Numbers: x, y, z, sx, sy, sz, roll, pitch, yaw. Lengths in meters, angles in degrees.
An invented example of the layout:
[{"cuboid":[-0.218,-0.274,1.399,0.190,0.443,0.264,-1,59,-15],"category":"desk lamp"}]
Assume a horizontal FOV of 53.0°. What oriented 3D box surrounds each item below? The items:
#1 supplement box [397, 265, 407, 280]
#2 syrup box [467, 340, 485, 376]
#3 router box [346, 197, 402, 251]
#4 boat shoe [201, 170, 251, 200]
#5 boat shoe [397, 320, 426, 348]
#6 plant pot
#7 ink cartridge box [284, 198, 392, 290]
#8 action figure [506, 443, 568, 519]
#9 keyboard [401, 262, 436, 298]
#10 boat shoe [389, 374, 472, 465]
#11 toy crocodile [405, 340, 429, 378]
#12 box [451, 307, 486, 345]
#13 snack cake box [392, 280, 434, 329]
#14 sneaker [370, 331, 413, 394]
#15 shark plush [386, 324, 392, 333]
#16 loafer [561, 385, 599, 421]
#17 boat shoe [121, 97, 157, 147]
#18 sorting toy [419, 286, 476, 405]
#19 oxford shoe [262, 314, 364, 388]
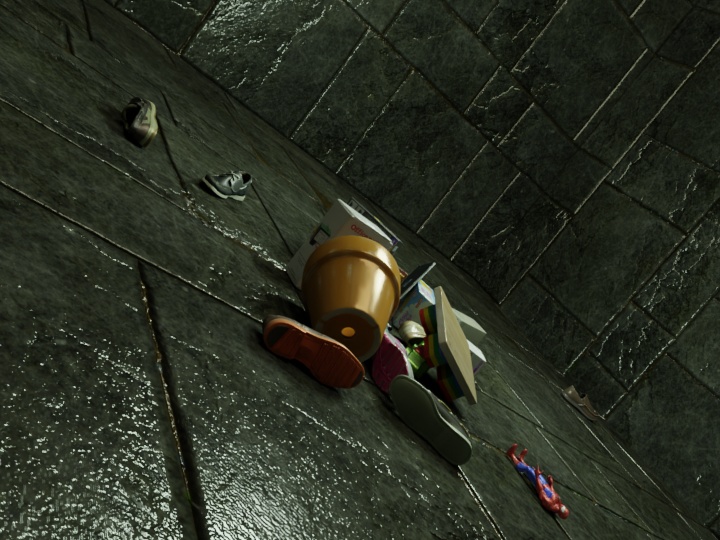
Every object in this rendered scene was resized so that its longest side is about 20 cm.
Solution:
[{"cuboid":[0.000,0.000,1.771,0.196,0.133,0.200,41,5,4],"category":"supplement box"},{"cuboid":[0.242,0.207,1.972,0.199,0.082,0.079,39,12,-12],"category":"syrup box"},{"cuboid":[0.030,-0.106,1.829,0.157,0.052,0.200,42,4,5],"category":"router box"},{"cuboid":[-0.321,-0.217,1.749,0.072,0.068,0.200,43,12,9],"category":"boat shoe"},{"cuboid":[0.179,0.197,1.846,0.197,0.072,0.065,25,23,-30],"category":"boat shoe"},{"cuboid":[-0.020,0.069,1.360,0.199,0.200,0.185,36,27,-19],"category":"plant pot"},{"cuboid":[-0.047,-0.032,1.590,0.144,0.201,0.084,31,13,-40],"category":"ink cartridge box"},{"cuboid":[0.390,0.459,1.567,0.065,0.052,0.201,37,13,-35],"category":"action figure"},{"cuboid":[0.119,0.045,2.000,0.126,0.199,0.021,-15,-68,54],"category":"keyboard"},{"cuboid":[0.129,0.271,1.339,0.202,0.072,0.061,49,13,-1],"category":"boat shoe"},{"cuboid":[0.136,0.200,1.674,0.067,0.062,0.200,42,11,12],"category":"toy crocodile"},{"cuboid":[0.341,0.190,2.436,0.199,0.069,0.082,28,16,-51],"category":"box"},{"cuboid":[0.146,0.099,1.981,0.067,0.115,0.200,40,10,-5],"category":"snack cake box"},{"cuboid":[0.066,0.182,1.442,0.088,0.081,0.201,37,15,-36],"category":"sneaker"},{"cuboid":[0.048,0.119,1.603,0.201,0.091,0.083,49,24,22],"category":"shark plush"},{"cuboid":[0.941,0.560,3.054,0.199,0.071,0.073,39,10,-11],"category":"loafer"},{"cuboid":[-0.502,-0.349,1.624,0.065,0.073,0.201,37,10,-40],"category":"boat shoe"},{"cuboid":[0.197,0.180,1.679,0.201,0.068,0.202,-87,153,-54],"category":"sorting toy"},{"cuboid":[-0.076,0.128,1.197,0.198,0.072,0.073,36,6,-24],"category":"oxford shoe"}]
